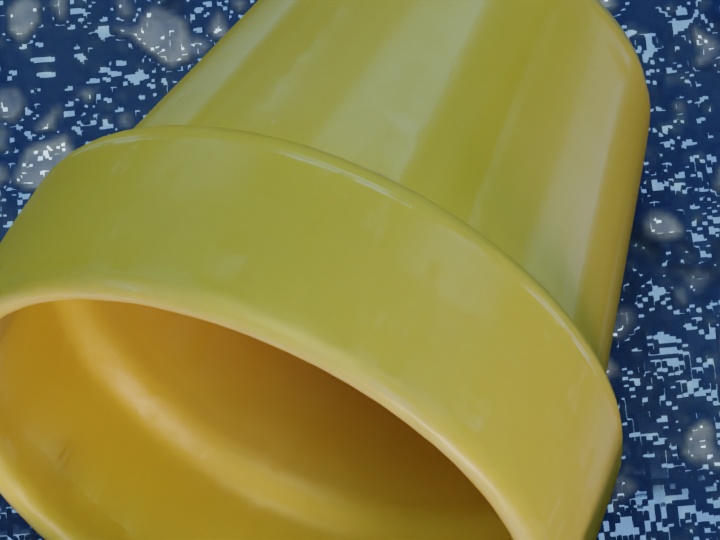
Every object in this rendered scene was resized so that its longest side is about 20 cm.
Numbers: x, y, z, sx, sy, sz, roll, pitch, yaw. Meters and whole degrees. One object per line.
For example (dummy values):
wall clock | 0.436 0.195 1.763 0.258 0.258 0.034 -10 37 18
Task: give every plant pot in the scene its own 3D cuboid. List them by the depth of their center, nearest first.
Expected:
plant pot | 0.000 0.000 0.924 0.200 0.201 0.189 21 56 10
